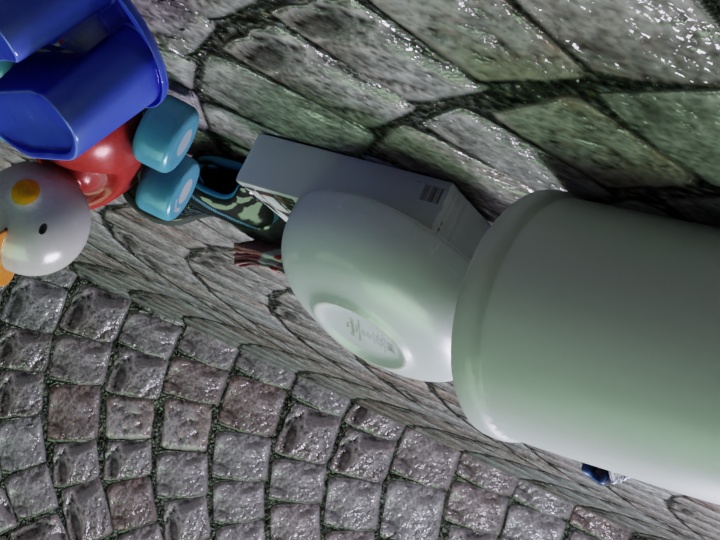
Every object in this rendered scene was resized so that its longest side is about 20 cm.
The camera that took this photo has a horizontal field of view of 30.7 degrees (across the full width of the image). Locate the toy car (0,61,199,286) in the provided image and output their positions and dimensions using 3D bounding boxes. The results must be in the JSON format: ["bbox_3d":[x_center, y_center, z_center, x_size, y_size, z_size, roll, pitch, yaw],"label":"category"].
[{"bbox_3d":[-0.260,-0.071,1.088,0.184,0.200,0.177,26,156,5],"label":"toy car"}]

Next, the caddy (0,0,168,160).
[{"bbox_3d":[-0.208,-0.156,0.888,0.200,0.105,0.141,11,140,56],"label":"caddy"}]

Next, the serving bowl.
[{"bbox_3d":[0.016,0.027,1.023,0.200,0.066,0.200,29,158,13],"label":"serving bowl"}]

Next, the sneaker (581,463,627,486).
[{"bbox_3d":[0.313,0.230,1.639,0.077,0.085,0.200,14,166,48],"label":"sneaker"}]

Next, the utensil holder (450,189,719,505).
[{"bbox_3d":[0.185,0.047,0.807,0.200,0.170,0.170,13,165,38],"label":"utensil holder"}]

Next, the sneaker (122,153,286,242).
[{"bbox_3d":[-0.150,-0.084,1.229,0.200,0.073,0.082,9,154,30],"label":"sneaker"}]

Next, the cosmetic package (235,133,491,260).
[{"bbox_3d":[0.002,-0.052,1.053,0.200,0.051,0.083,18,168,36],"label":"cosmetic package"}]

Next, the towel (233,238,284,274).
[{"bbox_3d":[0.000,0.000,1.217,0.200,0.023,0.144,18,-162,29],"label":"towel"}]
